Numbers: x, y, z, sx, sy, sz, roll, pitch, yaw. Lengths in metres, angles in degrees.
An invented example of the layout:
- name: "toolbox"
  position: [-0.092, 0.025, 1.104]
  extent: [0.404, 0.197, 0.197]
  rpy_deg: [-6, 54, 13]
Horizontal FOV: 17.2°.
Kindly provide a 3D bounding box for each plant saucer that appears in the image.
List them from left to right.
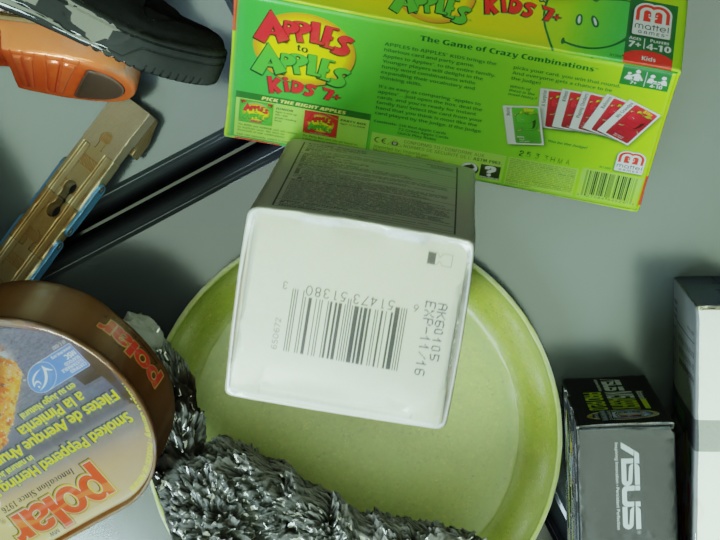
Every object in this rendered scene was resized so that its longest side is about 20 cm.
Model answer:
- name: "plant saucer"
  position: [-0.003, 0.078, 1.138]
  extent: [0.198, 0.031, 0.202]
  rpy_deg: [0, 94, 2]

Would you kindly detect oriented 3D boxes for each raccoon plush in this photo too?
- name: "raccoon plush"
  position: [-0.024, 0.097, 1.084]
  extent: [0.133, 0.097, 0.201]
  rpy_deg: [-20, 93, -5]

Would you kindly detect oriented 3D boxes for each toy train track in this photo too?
- name: "toy train track"
  position: [-0.162, 0.005, 1.136]
  extent: [0.114, 0.033, 0.201]
  rpy_deg: [35, 88, 24]

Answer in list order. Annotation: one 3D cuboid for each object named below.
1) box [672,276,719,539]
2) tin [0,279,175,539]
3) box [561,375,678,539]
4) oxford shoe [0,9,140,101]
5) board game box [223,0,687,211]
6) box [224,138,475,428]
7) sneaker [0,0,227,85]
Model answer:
- name: "box"
  position: [0.163, 0.108, 1.073]
  extent: [0.041, 0.156, 0.202]
  rpy_deg: [-1, 95, 4]
- name: "tin"
  position: [-0.165, 0.075, 1.060]
  extent: [0.199, 0.042, 0.112]
  rpy_deg: [-30, 108, 35]
- name: "box"
  position: [0.118, 0.156, 1.075]
  extent: [0.044, 0.160, 0.202]
  rpy_deg: [-2, 94, 3]
- name: "oxford shoe"
  position: [-0.194, -0.137, 1.119]
  extent: [0.198, 0.071, 0.073]
  rpy_deg: [14, 75, -4]
- name: "board game box"
  position: [0.041, -0.093, 1.087]
  extent: [0.198, 0.102, 0.048]
  rpy_deg: [10, 53, 1]
- name: "box"
  position: [0.000, 0.000, 1.014]
  extent: [0.094, 0.200, 0.078]
  rpy_deg: [9, 101, 2]
- name: "sneaker"
  position: [-0.137, -0.163, 1.044]
  extent: [0.199, 0.060, 0.105]
  rpy_deg: [22, 97, -10]
